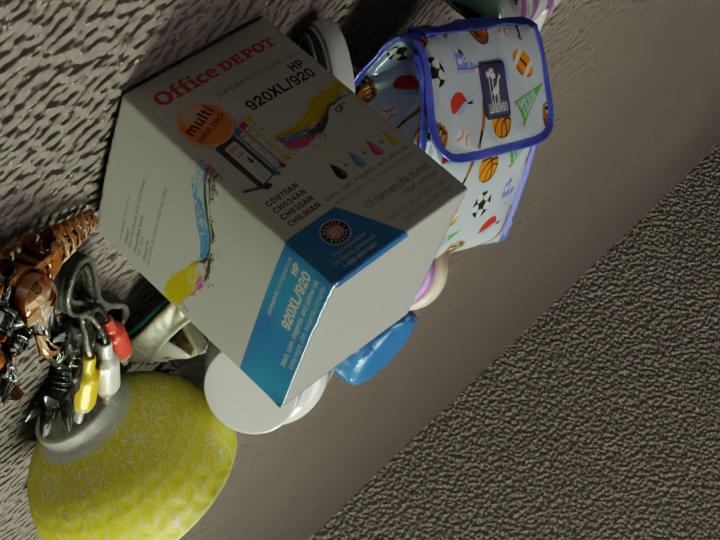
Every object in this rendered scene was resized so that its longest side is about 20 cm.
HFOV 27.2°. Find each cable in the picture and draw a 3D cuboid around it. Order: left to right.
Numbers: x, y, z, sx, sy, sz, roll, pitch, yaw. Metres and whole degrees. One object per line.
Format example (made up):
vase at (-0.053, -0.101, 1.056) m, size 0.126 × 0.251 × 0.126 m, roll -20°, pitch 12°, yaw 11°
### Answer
cable at (-0.203, 0.039, 1.169) m, size 0.097 × 0.050 × 0.200 m, roll -58°, pitch 172°, yaw -33°

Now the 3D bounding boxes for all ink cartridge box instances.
ink cartridge box at (-0.061, -0.044, 1.040) m, size 0.147 × 0.200 × 0.145 m, roll -36°, pitch 160°, yaw -38°

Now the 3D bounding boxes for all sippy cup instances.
sippy cup at (-0.019, 0.040, 1.499) m, size 0.178 × 0.130 × 0.140 m, roll -54°, pitch 165°, yaw 21°

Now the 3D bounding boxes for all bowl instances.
bowl at (-0.219, 0.153, 1.293) m, size 0.200 × 0.200 × 0.108 m, roll -44°, pitch 124°, yaw -13°

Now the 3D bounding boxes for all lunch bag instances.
lunch bag at (0.067, -0.111, 1.233) m, size 0.170 × 0.124 × 0.200 m, roll -17°, pitch 132°, yaw -46°

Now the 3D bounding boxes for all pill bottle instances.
pill bottle at (-0.077, 0.074, 1.346) m, size 0.111 × 0.111 × 0.200 m, roll -51°, pitch -178°, yaw 17°

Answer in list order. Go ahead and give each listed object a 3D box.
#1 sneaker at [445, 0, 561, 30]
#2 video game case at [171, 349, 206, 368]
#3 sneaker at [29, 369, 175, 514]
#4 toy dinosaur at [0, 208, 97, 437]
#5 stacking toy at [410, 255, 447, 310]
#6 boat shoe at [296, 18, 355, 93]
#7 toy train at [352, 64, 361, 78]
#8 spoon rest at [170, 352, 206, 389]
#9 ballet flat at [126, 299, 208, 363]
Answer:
sneaker at (0.151, -0.274, 1.343) m, size 0.140 × 0.078 × 0.200 m, roll -52°, pitch 174°, yaw 12°
video game case at (-0.120, 0.058, 1.571) m, size 0.182 × 0.024 × 0.200 m, roll -44°, pitch 166°, yaw -14°
sneaker at (-0.240, 0.187, 1.471) m, size 0.200 × 0.066 × 0.091 m, roll -44°, pitch 165°, yaw -23°
toy dinosaur at (-0.231, 0.036, 0.995) m, size 0.200 × 0.102 × 0.136 m, roll -35°, pitch 148°, yaw -29°
stacking toy at (0.000, 0.000, 1.357) m, size 0.085 × 0.085 × 0.200 m, roll -52°, pitch 158°, yaw 22°
boat shoe at (-0.044, -0.094, 1.155) m, size 0.057 × 0.069 × 0.200 m, roll -10°, pitch 119°, yaw -25°
toy train at (-0.071, -0.102, 1.206) m, size 0.200 × 0.042 × 0.056 m, roll -45°, pitch 157°, yaw -9°
spoon rest at (-0.173, 0.156, 1.403) m, size 0.200 × 0.099 × 0.061 m, roll -56°, pitch 135°, yaw -31°
ballet flat at (-0.143, 0.042, 1.259) m, size 0.200 × 0.062 × 0.067 m, roll -40°, pitch 180°, yaw 40°
